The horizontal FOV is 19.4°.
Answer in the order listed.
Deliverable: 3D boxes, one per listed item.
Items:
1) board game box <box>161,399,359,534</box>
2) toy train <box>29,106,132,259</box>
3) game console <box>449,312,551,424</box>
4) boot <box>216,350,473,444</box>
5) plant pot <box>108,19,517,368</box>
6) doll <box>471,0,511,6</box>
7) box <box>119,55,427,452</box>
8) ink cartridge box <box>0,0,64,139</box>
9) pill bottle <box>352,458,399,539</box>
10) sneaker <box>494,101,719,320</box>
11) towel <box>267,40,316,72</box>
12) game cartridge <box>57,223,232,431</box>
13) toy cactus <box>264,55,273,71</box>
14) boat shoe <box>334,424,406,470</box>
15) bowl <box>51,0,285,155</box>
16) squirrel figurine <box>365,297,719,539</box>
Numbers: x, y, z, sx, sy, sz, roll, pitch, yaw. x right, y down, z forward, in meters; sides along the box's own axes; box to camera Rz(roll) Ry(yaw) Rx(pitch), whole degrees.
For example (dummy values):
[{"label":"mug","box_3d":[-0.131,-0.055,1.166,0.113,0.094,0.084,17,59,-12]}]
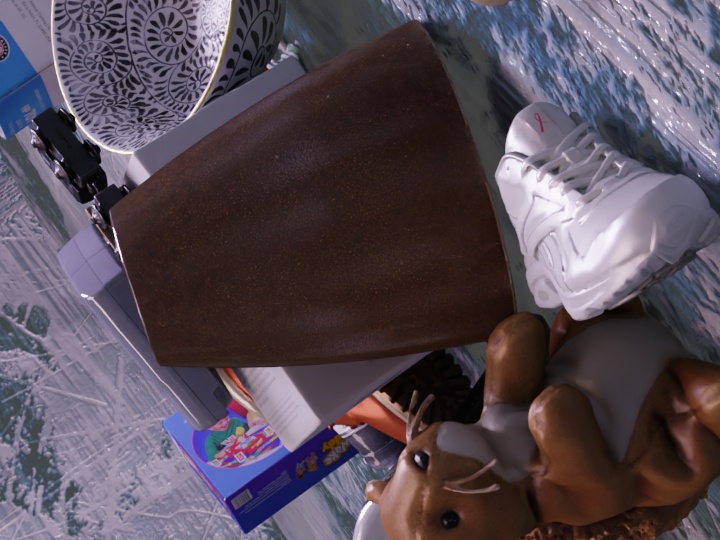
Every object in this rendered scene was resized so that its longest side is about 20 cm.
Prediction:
[{"label":"board game box","box_3d":[-0.052,0.116,1.771,0.134,0.199,0.045,42,163,52]},{"label":"toy train","box_3d":[-0.140,-0.019,1.299,0.200,0.034,0.046,50,163,19]},{"label":"game console","box_3d":[0.096,0.121,1.394,0.116,0.176,0.201,3,132,40]},{"label":"boot","box_3d":[-0.011,0.078,1.431,0.199,0.075,0.108,32,128,8]},{"label":"plant pot","box_3d":[-0.035,-0.022,1.194,0.187,0.198,0.189,162,90,-86]},{"label":"doll","box_3d":[0.011,-0.204,0.996,0.201,0.048,0.137,54,170,13]},{"label":"box","box_3d":[-0.044,-0.010,1.321,0.201,0.124,0.098,55,160,5]},{"label":"ink cartridge box","box_3d":[-0.230,-0.219,1.585,0.147,0.199,0.086,54,170,13]},{"label":"pill bottle","box_3d":[0.066,0.165,1.471,0.107,0.106,0.200,56,-162,-2]},{"label":"sneaker","box_3d":[0.105,-0.034,1.016,0.100,0.078,0.200,60,168,-4]},{"label":"towel","box_3d":[0.000,-0.053,1.439,0.201,0.031,0.149,61,-179,-19]},{"label":"game cartridge","box_3d":[-0.147,0.031,1.399,0.134,0.040,0.200,54,176,-12]},{"label":"toy cactus","box_3d":[-0.094,-0.100,1.498,0.165,0.101,0.202,-174,87,-79]},{"label":"boat shoe","box_3d":[0.025,0.101,1.609,0.068,0.071,0.200,55,-167,-5]},{"label":"bowl","box_3d":[-0.112,-0.173,1.400,0.094,0.202,0.201,5,-149,-42]},{"label":"squirrel figurine","box_3d":[0.101,0.113,1.149,0.142,0.186,0.201,48,166,32]}]
